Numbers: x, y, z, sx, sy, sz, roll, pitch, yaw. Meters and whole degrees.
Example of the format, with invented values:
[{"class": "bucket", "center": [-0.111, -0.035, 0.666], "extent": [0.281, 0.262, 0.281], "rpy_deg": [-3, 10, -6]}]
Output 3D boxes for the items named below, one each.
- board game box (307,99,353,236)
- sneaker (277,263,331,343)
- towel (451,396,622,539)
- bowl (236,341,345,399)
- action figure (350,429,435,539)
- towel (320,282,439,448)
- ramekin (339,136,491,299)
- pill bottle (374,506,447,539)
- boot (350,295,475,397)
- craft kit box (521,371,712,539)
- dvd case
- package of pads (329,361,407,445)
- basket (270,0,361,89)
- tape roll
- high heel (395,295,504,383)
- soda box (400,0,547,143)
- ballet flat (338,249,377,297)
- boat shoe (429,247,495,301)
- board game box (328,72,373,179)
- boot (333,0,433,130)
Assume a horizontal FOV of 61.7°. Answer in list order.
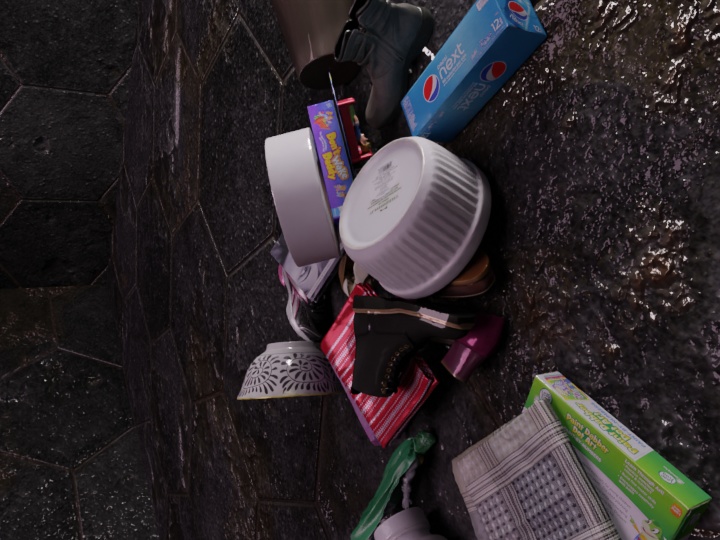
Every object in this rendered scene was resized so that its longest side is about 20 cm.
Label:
[{"class": "board game box", "center": [-0.035, -0.153, 0.992], "extent": [0.135, 0.044, 0.203], "rpy_deg": [71, -175, -71]}, {"class": "sneaker", "center": [-0.098, 0.041, 1.148], "extent": [0.086, 0.080, 0.202], "rpy_deg": [-45, 60, 37]}, {"class": "towel", "center": [0.183, 0.269, 0.668], "extent": [0.201, 0.034, 0.194], "rpy_deg": [-56, 47, 45]}, {"class": "bowl", "center": [-0.124, 0.178, 1.085], "extent": [0.200, 0.198, 0.096], "rpy_deg": [-20, 72, 57]}, {"class": "action figure", "center": [0.056, 0.323, 0.916], "extent": [0.202, 0.054, 0.118], "rpy_deg": [-63, 1, 19]}, {"class": "towel", "center": [0.018, 0.133, 0.880], "extent": [0.201, 0.022, 0.146], "rpy_deg": [53, 123, 34]}, {"class": "ramekin", "center": [0.060, -0.075, 0.781], "extent": [0.199, 0.104, 0.202], "rpy_deg": [-36, 39, 36]}, {"class": "pill bottle", "center": [0.095, 0.439, 0.827], "extent": [0.201, 0.110, 0.112], "rpy_deg": [58, 137, 38]}, {"class": "boot", "center": [0.062, 0.109, 0.782], "extent": [0.199, 0.077, 0.141], "rpy_deg": [4, 88, 54]}, {"class": "craft kit box", "center": [0.237, 0.249, 0.650], "extent": [0.200, 0.048, 0.200], "rpy_deg": [44, 131, 48]}, {"class": "dvd case", "center": [-0.090, -0.050, 1.123], "extent": [0.150, 0.016, 0.200], "rpy_deg": [-56, 41, 7]}, {"class": "package of pads", "center": [0.022, 0.158, 0.960], "extent": [0.201, 0.075, 0.121], "rpy_deg": [58, 134, 38]}, {"class": "basket", "center": [-0.074, -0.427, 1.025], "extent": [0.179, 0.135, 0.203], "rpy_deg": [-26, 74, 50]}, {"class": "tape roll", "center": [-0.085, -0.110, 0.927], "extent": [0.202, 0.070, 0.206], "rpy_deg": [-14, -90, -89]}, {"class": "high heel", "center": [0.120, 0.059, 0.830], "extent": [0.097, 0.067, 0.200], "rpy_deg": [-55, 41, 11]}, {"class": "soda box", "center": [0.133, -0.248, 0.756], "extent": [0.200, 0.067, 0.065], "rpy_deg": [-44, 55, 50]}, {"class": "ballet flat", "center": [0.000, 0.000, 0.942], "extent": [0.201, 0.067, 0.073], "rpy_deg": [100, 175, -50]}, {"class": "boat shoe", "center": [0.114, 0.006, 0.819], "extent": [0.071, 0.070, 0.199], "rpy_deg": [57, 161, -24]}, {"class": "board game box", "center": [-0.008, -0.221, 0.967], "extent": [0.201, 0.038, 0.160], "rpy_deg": [74, -177, -65]}, {"class": "boot", "center": [0.013, -0.307, 0.888], "extent": [0.068, 0.129, 0.202], "rpy_deg": [59, 138, 37]}]
